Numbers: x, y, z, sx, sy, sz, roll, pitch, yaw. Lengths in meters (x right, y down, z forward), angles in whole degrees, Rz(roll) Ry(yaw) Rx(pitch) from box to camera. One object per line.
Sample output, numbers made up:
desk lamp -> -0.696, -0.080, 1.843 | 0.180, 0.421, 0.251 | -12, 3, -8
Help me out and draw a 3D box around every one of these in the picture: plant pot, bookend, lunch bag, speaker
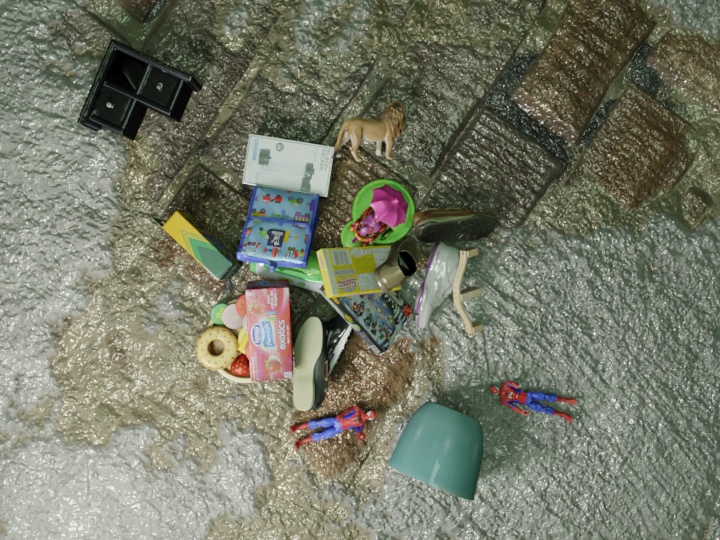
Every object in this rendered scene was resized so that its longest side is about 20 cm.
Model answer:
plant pot -> 0.180, 0.384, 1.376 | 0.198, 0.201, 0.163 | 22, 79, 0
bookend -> -0.495, -0.376, 1.412 | 0.196, 0.092, 0.202 | 25, 91, -1
lunch bag -> -0.178, -0.076, 1.366 | 0.148, 0.095, 0.202 | 8, 50, 0
speaker -> -0.145, -0.009, 1.420 | 0.197, 0.088, 0.090 | 16, 90, 0

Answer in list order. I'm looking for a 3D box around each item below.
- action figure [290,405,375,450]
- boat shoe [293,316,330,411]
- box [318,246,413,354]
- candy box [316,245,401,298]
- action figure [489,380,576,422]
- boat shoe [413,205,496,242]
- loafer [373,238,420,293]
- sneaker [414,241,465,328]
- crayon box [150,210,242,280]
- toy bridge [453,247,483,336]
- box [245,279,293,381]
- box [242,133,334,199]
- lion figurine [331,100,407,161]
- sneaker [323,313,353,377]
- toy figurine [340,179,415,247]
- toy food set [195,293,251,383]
action figure -> -0.058, 0.357, 1.412 | 0.197, 0.099, 0.066 | -17, 92, -2
boat shoe -> -0.105, 0.206, 1.385 | 0.073, 0.063, 0.205 | 0, 82, 34
box -> 0.015, 0.066, 1.388 | 0.200, 0.040, 0.137 | 48, 53, -14
candy box -> 0.000, 0.000, 1.355 | 0.198, 0.026, 0.104 | -4, 77, -40
action figure -> 0.394, 0.297, 1.421 | 0.197, 0.099, 0.066 | 14, 89, 2
boat shoe -> 0.212, -0.116, 1.422 | 0.197, 0.076, 0.074 | -3, 47, -17
loafer -> 0.096, -0.015, 1.372 | 0.067, 0.200, 0.077 | -22, 107, 32
sneaker -> 0.184, 0.041, 1.426 | 0.098, 0.075, 0.203 | 19, 91, -4
crayon box -> -0.360, -0.064, 1.398 | 0.200, 0.126, 0.052 | 43, 90, -1
toy bridge -> 0.241, 0.053, 1.414 | 0.066, 0.027, 0.203 | -15, 106, -31
box -> -0.196, 0.127, 1.356 | 0.094, 0.100, 0.204 | -3, 100, -6
box -> -0.161, -0.237, 1.430 | 0.197, 0.060, 0.119 | 10, 91, 0
lion figurine -> 0.021, -0.312, 1.397 | 0.198, 0.072, 0.124 | -13, 120, -35
sneaker -> -0.063, 0.136, 1.429 | 0.087, 0.076, 0.202 | 27, 91, 5
toy figurine -> 0.035, -0.118, 1.370 | 0.200, 0.184, 0.150 | -43, 90, 1
toy food set -> -0.265, 0.158, 1.439 | 0.198, 0.049, 0.200 | 30, 90, 0
